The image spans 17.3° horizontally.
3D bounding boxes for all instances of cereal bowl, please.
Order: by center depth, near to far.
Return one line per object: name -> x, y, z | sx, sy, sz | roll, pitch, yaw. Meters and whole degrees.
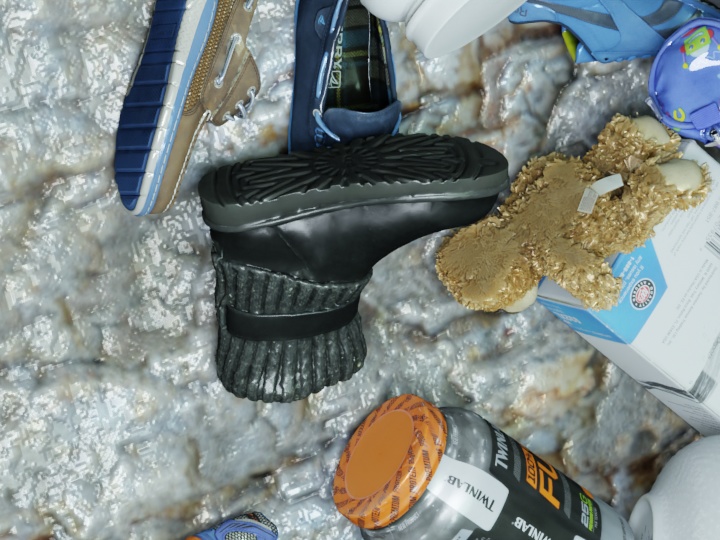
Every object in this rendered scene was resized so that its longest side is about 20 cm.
cereal bowl -> 0.232, 0.210, 1.666 | 0.083, 0.200, 0.201 | 10, 93, -5

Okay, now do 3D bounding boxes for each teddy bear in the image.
teddy bear -> 0.149, -0.031, 1.638 | 0.200, 0.145, 0.067 | -46, 143, -11

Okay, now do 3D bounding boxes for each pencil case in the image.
pencil case -> 0.276, -0.115, 1.676 | 0.200, 0.078, 0.087 | 17, 64, -55

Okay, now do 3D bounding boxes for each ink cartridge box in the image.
ink cartridge box -> 0.247, 0.018, 1.721 | 0.200, 0.084, 0.145 | 38, 78, -25

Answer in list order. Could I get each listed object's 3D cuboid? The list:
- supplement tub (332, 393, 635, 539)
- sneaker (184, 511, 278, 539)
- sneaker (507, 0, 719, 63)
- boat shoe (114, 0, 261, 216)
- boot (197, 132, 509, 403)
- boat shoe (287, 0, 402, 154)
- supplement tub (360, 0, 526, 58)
supplement tub -> 0.085, 0.175, 1.641 | 0.200, 0.122, 0.123 | 35, 81, -27
sneaker -> -0.050, 0.250, 1.614 | 0.078, 0.075, 0.201 | -36, 113, -21
sneaker -> 0.190, -0.177, 1.683 | 0.199, 0.066, 0.079 | 17, 103, -28
boat shoe -> -0.102, -0.127, 1.534 | 0.072, 0.072, 0.201 | 16, 90, -29
boot -> -0.001, -0.001, 1.557 | 0.210, 0.080, 0.159 | -7, 118, 3
boat shoe -> -0.011, -0.105, 1.583 | 0.084, 0.069, 0.201 | -15, 104, -24
supplement tub -> 0.030, -0.249, 1.504 | 0.144, 0.144, 0.200 | -34, 81, -18
